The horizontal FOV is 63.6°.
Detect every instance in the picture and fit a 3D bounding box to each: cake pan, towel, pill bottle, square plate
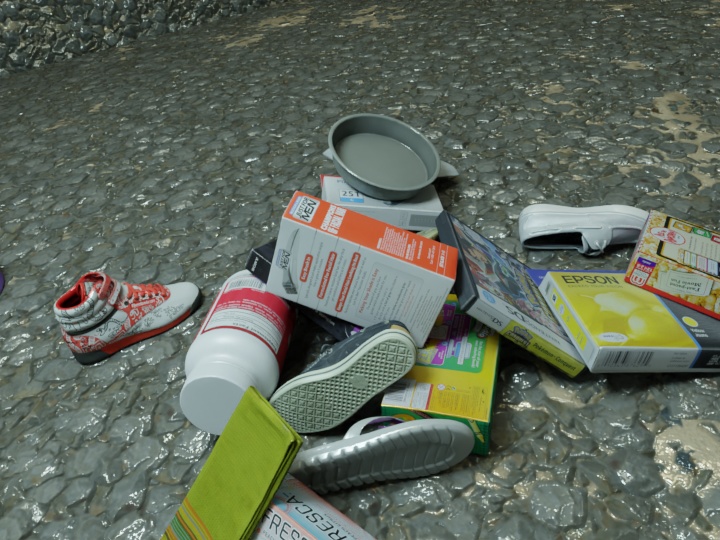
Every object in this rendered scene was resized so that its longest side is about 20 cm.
[{"bbox_3d":[0.038,-0.192,0.988,0.197,0.037,0.203,10,48,-11],"label":"cake pan"},{"bbox_3d":[-0.128,0.213,0.527,0.086,0.018,0.202,33,96,35],"label":"towel"},{"bbox_3d":[-0.145,0.095,0.707,0.110,0.114,0.201,-3,31,7],"label":"pill bottle"},{"bbox_3d":[0.056,-0.212,1.105,0.195,0.029,0.200,-9,28,-30],"label":"square plate"}]

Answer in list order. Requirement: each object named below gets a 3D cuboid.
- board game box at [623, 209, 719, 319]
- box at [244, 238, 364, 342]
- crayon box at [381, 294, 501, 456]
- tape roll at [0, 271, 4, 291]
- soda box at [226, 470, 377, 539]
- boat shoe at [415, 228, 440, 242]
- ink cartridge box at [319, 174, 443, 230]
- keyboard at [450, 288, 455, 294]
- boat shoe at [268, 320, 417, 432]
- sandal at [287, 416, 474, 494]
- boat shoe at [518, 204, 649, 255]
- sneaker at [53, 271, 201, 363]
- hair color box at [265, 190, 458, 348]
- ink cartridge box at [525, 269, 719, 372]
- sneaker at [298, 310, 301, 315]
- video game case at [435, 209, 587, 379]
[{"bbox_3d":[0.449,0.001,0.733,0.198,0.047,0.151,26,37,21],"label":"board game box"},{"bbox_3d":[-0.034,0.020,0.765,0.199,0.036,0.143,34,29,14],"label":"box"},{"bbox_3d":[0.105,0.112,0.694,0.117,0.059,0.201,5,38,17],"label":"crayon box"},{"bbox_3d":[-0.708,0.030,0.960,0.196,0.066,0.202,-5,37,4],"label":"tape roll"},{"bbox_3d":[-0.042,0.252,0.512,0.198,0.069,0.063,22,5,36],"label":"soda box"},{"bbox_3d":[0.075,-0.017,0.799,0.062,0.074,0.199,15,30,40],"label":"boat shoe"},{"bbox_3d":[0.031,-0.136,1.012,0.196,0.045,0.177,3,36,-11],"label":"ink cartridge box"},{"bbox_3d":[0.041,0.027,0.854,0.197,0.040,0.105,-14,60,-10],"label":"keyboard"},{"bbox_3d":[-0.020,0.120,0.659,0.199,0.075,0.062,-35,15,18],"label":"boat shoe"},{"bbox_3d":[0.017,0.179,0.601,0.199,0.083,0.050,-11,40,-2],"label":"sandal"},{"bbox_3d":[0.338,-0.056,0.870,0.196,0.072,0.069,8,60,10],"label":"boat shoe"},{"bbox_3d":[-0.329,0.042,0.831,0.200,0.109,0.067,-29,41,-26],"label":"sneaker"},{"bbox_3d":[0.000,0.000,0.666,0.197,0.112,0.064,20,38,-2],"label":"hair color box"},{"bbox_3d":[0.333,0.043,0.721,0.194,0.048,0.201,1,37,-10],"label":"ink cartridge box"},{"bbox_3d":[-0.067,-0.007,0.877,0.078,0.075,0.201,7,39,12],"label":"sneaker"},{"bbox_3d":[0.181,0.022,0.724,0.179,0.026,0.201,30,27,-20],"label":"video game case"}]
